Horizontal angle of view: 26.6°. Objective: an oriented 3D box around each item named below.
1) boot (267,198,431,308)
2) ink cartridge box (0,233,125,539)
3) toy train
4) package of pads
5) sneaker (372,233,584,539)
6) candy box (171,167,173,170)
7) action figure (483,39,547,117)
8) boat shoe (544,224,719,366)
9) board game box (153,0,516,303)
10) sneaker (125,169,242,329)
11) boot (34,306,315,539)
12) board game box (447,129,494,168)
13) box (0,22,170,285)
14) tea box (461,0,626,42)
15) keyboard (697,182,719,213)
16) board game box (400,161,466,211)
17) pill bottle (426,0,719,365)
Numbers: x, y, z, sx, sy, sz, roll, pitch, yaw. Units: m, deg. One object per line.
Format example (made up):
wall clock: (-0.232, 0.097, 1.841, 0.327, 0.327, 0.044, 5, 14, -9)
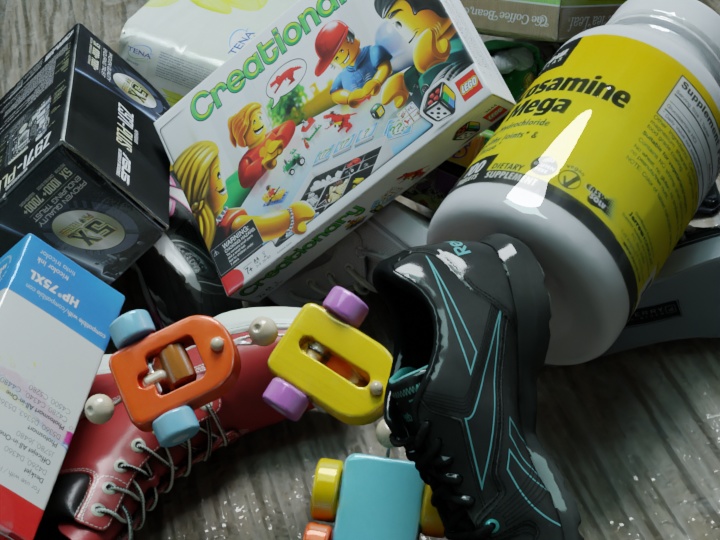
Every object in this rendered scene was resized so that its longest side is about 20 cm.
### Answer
boot: (0.000, 0.000, 0.919, 0.200, 0.073, 0.096, 34, 96, 54)
ink cartridge box: (-0.204, 0.093, 0.783, 0.116, 0.067, 0.201, -33, 31, 40)
toy train: (-0.039, 0.094, 0.765, 0.149, 0.056, 0.201, -30, 73, -4)
package of pads: (-0.088, -0.186, 1.202, 0.153, 0.069, 0.201, 20, 40, 11)
sneaker: (0.048, 0.083, 0.700, 0.078, 0.203, 0.075, 1, -16, -31)
candy box: (-0.162, -0.118, 1.199, 0.101, 0.027, 0.201, 4, 36, 23)
action figure: (0.059, -0.127, 1.090, 0.197, 0.119, 0.055, -10, 57, -14)
boat shoe: (0.180, 0.001, 0.864, 0.197, 0.074, 0.069, -16, 41, 15)
board game box: (-0.020, -0.089, 0.876, 0.199, 0.034, 0.127, -37, 65, 22)
sneaker: (-0.113, -0.025, 0.996, 0.086, 0.081, 0.200, -23, 35, -16)
boot: (-0.095, 0.097, 0.818, 0.198, 0.073, 0.145, -15, 32, 11)
board game box: (0.066, -0.083, 0.971, 0.095, 0.030, 0.199, 23, 11, 22)
box: (-0.215, -0.031, 0.951, 0.200, 0.086, 0.164, -40, 28, 17)
tea box: (0.146, -0.275, 1.124, 0.132, 0.200, 0.199, 12, 15, 34)
keyboard: (0.183, -0.093, 1.053, 0.103, 0.040, 0.201, 12, 33, -5)
board game box: (0.035, -0.061, 0.945, 0.198, 0.033, 0.120, 25, 5, 22)
pill bottle: (0.128, -0.056, 0.810, 0.111, 0.113, 0.201, 13, 50, 34)
